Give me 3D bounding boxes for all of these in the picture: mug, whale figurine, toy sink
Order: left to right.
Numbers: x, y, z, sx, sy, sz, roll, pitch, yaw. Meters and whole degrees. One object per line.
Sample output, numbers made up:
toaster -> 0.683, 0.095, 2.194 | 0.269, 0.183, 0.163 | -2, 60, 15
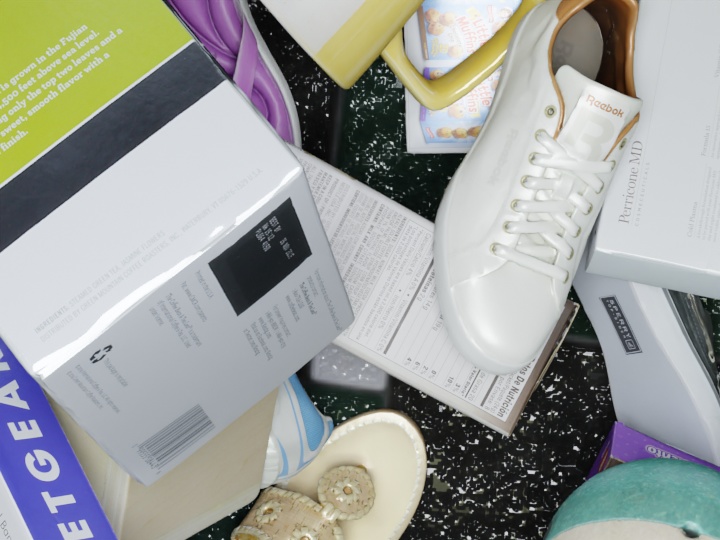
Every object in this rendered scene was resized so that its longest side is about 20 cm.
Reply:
toy sink -> -0.159, 0.054, 1.027 | 0.199, 0.130, 0.113 | 22, 114, 27
mug -> 0.007, -0.191, 0.998 | 0.153, 0.187, 0.150 | -41, 59, 5
whale figurine -> 0.149, 0.171, 1.008 | 0.158, 0.104, 0.201 | 15, 144, 6

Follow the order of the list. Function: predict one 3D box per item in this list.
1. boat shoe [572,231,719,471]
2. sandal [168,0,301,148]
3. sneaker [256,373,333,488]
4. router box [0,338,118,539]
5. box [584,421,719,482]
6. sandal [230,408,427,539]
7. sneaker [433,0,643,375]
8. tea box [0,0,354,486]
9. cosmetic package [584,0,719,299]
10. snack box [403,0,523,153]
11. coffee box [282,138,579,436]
boat shoe -> 0.166, 0.034, 1.069 | 0.056, 0.068, 0.201 | -34, 109, -33
sandal -> -0.090, -0.120, 1.068 | 0.082, 0.050, 0.204 | -16, 99, 8
sneaker -> -0.087, 0.028, 1.096 | 0.072, 0.072, 0.201 | -36, 83, 38
router box -> -0.199, 0.139, 0.939 | 0.180, 0.049, 0.201 | -46, 63, 32
box -> 0.163, 0.194, 1.081 | 0.136, 0.039, 0.201 | 22, 119, 1
sandal -> -0.045, 0.167, 1.107 | 0.211, 0.070, 0.078 | -40, 95, 11
sneaker -> 0.090, -0.051, 0.957 | 0.072, 0.085, 0.202 | 18, 74, -18
tea box -> -0.118, -0.039, 0.846 | 0.133, 0.200, 0.197 | -37, 71, -7
cosmetic package -> 0.207, -0.084, 1.009 | 0.149, 0.052, 0.202 | 12, 76, 1
snack box -> 0.058, -0.165, 1.059 | 0.071, 0.024, 0.202 | 0, 100, 6
coffee box -> 0.000, 0.000, 1.026 | 0.199, 0.113, 0.080 | 28, 89, -14
